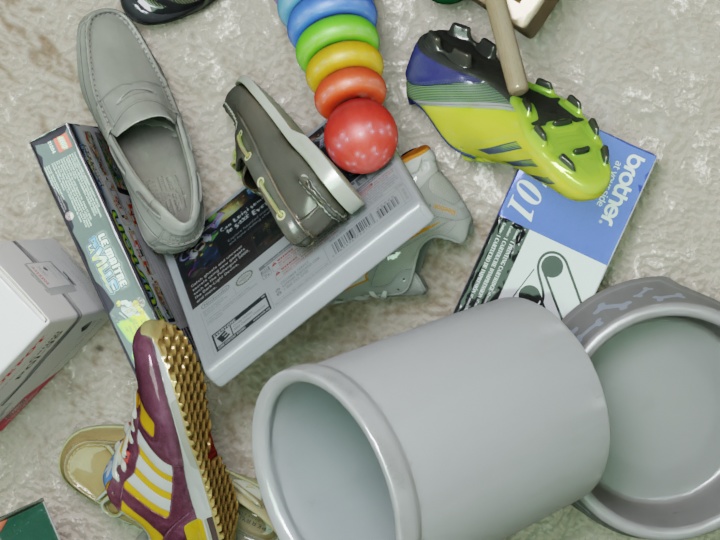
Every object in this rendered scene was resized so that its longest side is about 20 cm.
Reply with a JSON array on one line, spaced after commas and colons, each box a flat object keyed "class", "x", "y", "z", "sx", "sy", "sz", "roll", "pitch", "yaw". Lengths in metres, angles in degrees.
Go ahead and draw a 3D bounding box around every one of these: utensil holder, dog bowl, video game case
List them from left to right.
[{"class": "video game case", "x": -0.050, "y": -0.026, "z": 1.581, "sx": 0.200, "sy": 0.182, "sz": 0.023, "roll": -38, "pitch": 123, "yaw": 8}, {"class": "utensil holder", "x": 0.052, "y": 0.121, "z": 1.490, "sx": 0.199, "sy": 0.170, "sz": 0.171, "roll": -19, "pitch": 89, "yaw": -33}, {"class": "dog bowl", "x": 0.224, "y": 0.107, "z": 1.576, "sx": 0.198, "sy": 0.059, "sz": 0.202, "roll": -1, "pitch": 98, "yaw": -5}]

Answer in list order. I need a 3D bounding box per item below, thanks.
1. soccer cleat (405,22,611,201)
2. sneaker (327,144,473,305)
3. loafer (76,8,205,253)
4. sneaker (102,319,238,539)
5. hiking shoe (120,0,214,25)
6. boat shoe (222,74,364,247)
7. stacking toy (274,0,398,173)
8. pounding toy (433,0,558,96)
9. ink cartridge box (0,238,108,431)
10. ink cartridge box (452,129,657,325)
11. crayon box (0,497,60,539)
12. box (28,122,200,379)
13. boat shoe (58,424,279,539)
[{"class": "soccer cleat", "x": 0.109, "y": -0.104, "z": 1.577, "sx": 0.200, "sy": 0.064, "sz": 0.084, "roll": 42, "pitch": 133, "yaw": 30}, {"class": "sneaker", "x": 0.000, "y": 0.000, "z": 1.619, "sx": 0.200, "sy": 0.076, "sz": 0.092, "roll": -40, "pitch": 93, "yaw": 10}, {"class": "loafer", "x": -0.164, "y": -0.112, "z": 1.624, "sx": 0.069, "sy": 0.070, "sz": 0.201, "roll": -20, "pitch": 80, "yaw": -19}, {"class": "sneaker", "x": -0.153, "y": 0.130, "z": 1.555, "sx": 0.089, "sy": 0.075, "sz": 0.201, "roll": -8, "pitch": 116, "yaw": 11}, {"class": "hiking shoe", "x": -0.109, "y": -0.263, "z": 1.608, "sx": 0.200, "sy": 0.101, "sz": 0.076, "roll": -40, "pitch": 83, "yaw": 6}, {"class": "boat shoe", "x": -0.064, "y": -0.082, "z": 1.572, "sx": 0.060, "sy": 0.202, "sz": 0.072, "roll": -43, "pitch": 126, "yaw": 2}, {"class": "stacking toy", "x": -0.013, "y": -0.161, "z": 1.569, "sx": 0.085, "sy": 0.085, "sz": 0.201, "roll": -20, "pitch": 62, "yaw": 8}, {"class": "pounding toy", "x": 0.101, "y": -0.256, "z": 1.560, "sx": 0.183, "sy": 0.142, "sz": 0.201, "roll": 34, "pitch": 96, "yaw": 6}, {"class": "ink cartridge box", "x": -0.279, "y": 0.055, "z": 1.592, "sx": 0.147, "sy": 0.200, "sz": 0.083, "roll": -45, "pitch": 86, "yaw": 7}, {"class": "ink cartridge box", "x": 0.141, "y": -0.014, "z": 1.612, "sx": 0.093, "sy": 0.044, "sz": 0.201, "roll": 25, "pitch": 95, "yaw": 4}, {"class": "crayon box", "x": -0.245, "y": 0.285, "z": 1.633, "sx": 0.051, "sy": 0.127, "sz": 0.201, "roll": -23, "pitch": 88, "yaw": -34}, {"class": "box", "x": -0.182, "y": -0.014, "z": 1.622, "sx": 0.035, "sy": 0.110, "sz": 0.201, "roll": -25, "pitch": 88, "yaw": 8}, {"class": "boat shoe", "x": -0.143, "y": 0.174, "z": 1.646, "sx": 0.199, "sy": 0.063, "sz": 0.074, "roll": 23, "pitch": 95, "yaw": 6}]
